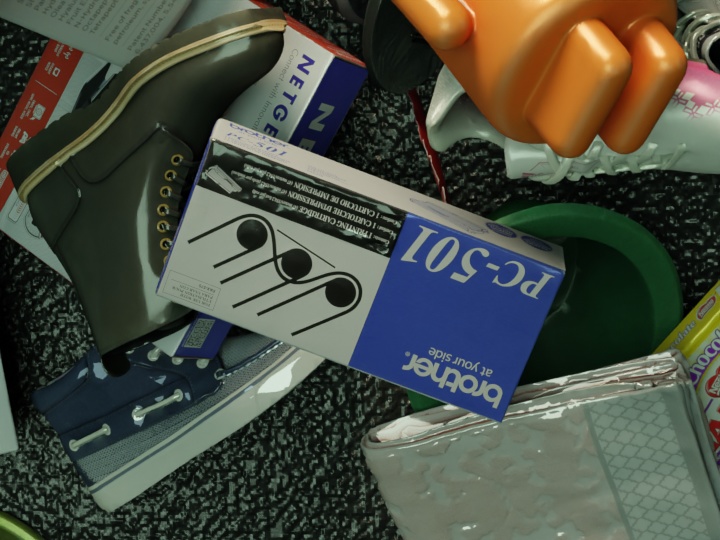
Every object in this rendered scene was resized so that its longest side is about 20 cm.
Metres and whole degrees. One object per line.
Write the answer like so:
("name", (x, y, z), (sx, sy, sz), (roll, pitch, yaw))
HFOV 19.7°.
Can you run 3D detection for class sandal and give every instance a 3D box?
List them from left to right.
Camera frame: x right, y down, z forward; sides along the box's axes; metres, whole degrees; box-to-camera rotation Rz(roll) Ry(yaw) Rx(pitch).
("sandal", (0.072, -0.184, 1.172), (0.201, 0.075, 0.048), (-53, 45, 3))

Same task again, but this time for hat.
("hat", (0.087, -0.010, 1.235), (0.164, 0.176, 0.201), (0, 118, -15))

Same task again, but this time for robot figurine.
("robot figurine", (0.085, -0.146, 1.069), (0.143, 0.117, 0.201), (-31, 58, -6))

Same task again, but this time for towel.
("towel", (0.120, 0.147, 1.194), (0.190, 0.032, 0.201), (-15, 124, 14))

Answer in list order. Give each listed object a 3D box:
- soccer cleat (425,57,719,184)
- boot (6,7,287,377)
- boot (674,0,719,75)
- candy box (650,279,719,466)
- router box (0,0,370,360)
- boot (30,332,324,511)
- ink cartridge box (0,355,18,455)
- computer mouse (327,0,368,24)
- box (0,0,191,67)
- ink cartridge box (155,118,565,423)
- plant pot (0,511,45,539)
("soccer cleat", (0.127, -0.073, 1.123), (0.199, 0.070, 0.087), (15, 56, 28))
("boot", (-0.095, -0.044, 1.152), (0.199, 0.077, 0.139), (-33, 76, 35))
("boot", (0.195, -0.135, 1.155), (0.199, 0.096, 0.074), (28, 102, 8))
("candy box", (0.230, 0.048, 1.185), (0.102, 0.026, 0.200), (35, 105, -23))
("router box", (-0.116, -0.079, 1.226), (0.179, 0.049, 0.201), (33, 101, 25))
("boot", (-0.106, 0.060, 1.259), (0.199, 0.073, 0.091), (-35, 95, 15))
("ink cartridge box", (-0.257, 0.013, 1.276), (0.039, 0.099, 0.202), (-11, 94, -25))
("computer mouse", (-0.001, -0.224, 1.162), (0.138, 0.201, 0.053), (-40, 58, -20))
("box", (-0.171, -0.258, 1.147), (0.201, 0.171, 0.199), (-53, 54, 13))
("ink cartridge box", (0.000, 0.000, 1.107), (0.199, 0.044, 0.095), (21, 108, -4))
("plant pot", (-0.283, 0.259, 1.267), (0.199, 0.184, 0.202), (2, 98, 12))
